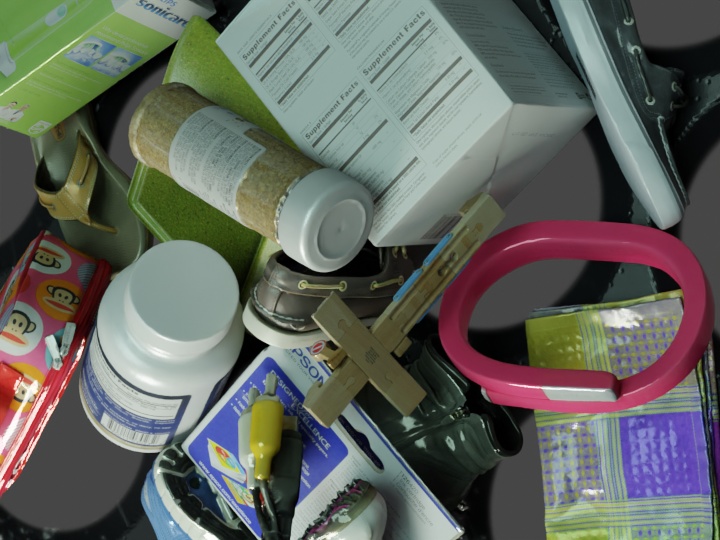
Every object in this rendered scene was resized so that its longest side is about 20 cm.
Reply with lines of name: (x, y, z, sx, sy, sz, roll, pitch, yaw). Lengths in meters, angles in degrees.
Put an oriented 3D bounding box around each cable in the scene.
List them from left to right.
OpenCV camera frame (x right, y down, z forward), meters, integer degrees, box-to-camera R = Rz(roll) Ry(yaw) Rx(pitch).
cable: (-0.071, 0.176, 1.606, 0.050, 0.200, 0.097, 9, 142, -4)

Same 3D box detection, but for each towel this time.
towel: (0.189, 0.117, 1.638, 0.143, 0.023, 0.201, -5, 89, 30)

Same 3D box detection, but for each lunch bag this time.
lunch bag: (-0.276, 0.084, 1.806, 0.082, 0.176, 0.200, 27, 122, -8)

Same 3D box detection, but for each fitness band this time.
fitness band: (0.152, 0.031, 1.611, 0.200, 0.037, 0.144, 4, 57, 29)

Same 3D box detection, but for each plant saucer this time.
plant saucer: (-0.105, -0.058, 1.741, 0.200, 0.048, 0.200, 47, 139, 21)

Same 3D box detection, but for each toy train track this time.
toy train track: (0.026, 0.024, 1.601, 0.200, 0.115, 0.033, -49, 32, -12)

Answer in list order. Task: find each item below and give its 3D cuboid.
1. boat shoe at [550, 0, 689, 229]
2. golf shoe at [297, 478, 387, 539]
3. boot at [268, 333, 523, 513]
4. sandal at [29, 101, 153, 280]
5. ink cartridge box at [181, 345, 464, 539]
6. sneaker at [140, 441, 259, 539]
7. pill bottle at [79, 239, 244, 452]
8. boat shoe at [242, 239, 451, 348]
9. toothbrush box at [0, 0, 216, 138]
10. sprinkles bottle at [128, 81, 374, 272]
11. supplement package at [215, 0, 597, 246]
boat shoe: (0.196, -0.130, 1.607, 0.066, 0.070, 0.200, -23, 80, 0)
golf shoe: (-0.005, 0.219, 1.636, 0.092, 0.073, 0.200, 37, 146, 10)
boot: (0.030, 0.084, 1.686, 0.200, 0.068, 0.131, 47, 131, 12)
sandal: (-0.236, -0.080, 1.861, 0.080, 0.054, 0.200, -31, 76, 27)
ink cartridge box: (-0.022, 0.152, 1.688, 0.198, 0.047, 0.200, 50, 136, 7)
sneaker: (-0.104, 0.231, 1.791, 0.200, 0.078, 0.089, 57, 144, 7)
pill bottle: (-0.148, 0.055, 1.727, 0.111, 0.111, 0.200, 60, 156, 15)
boat shoe: (0.000, 0.000, 1.639, 0.072, 0.200, 0.060, 40, 127, 30)
toothbrush box: (-0.232, -0.223, 1.816, 0.200, 0.086, 0.146, -33, 63, 24)
sprinkles bottle: (-0.079, -0.068, 1.603, 0.200, 0.068, 0.068, 31, 107, 39)
supplement package: (0.035, -0.141, 1.644, 0.151, 0.152, 0.200, -46, 71, 23)
